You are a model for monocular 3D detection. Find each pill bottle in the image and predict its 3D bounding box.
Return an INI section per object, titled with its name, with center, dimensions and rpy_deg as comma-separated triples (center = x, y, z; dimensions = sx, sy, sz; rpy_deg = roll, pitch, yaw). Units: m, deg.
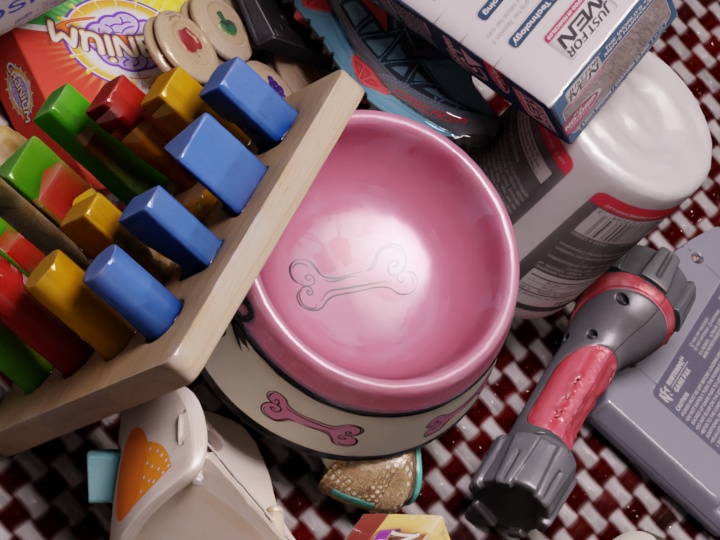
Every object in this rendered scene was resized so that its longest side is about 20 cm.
[pill bottle]
center = 0.109, -0.040, 1.686
dimensions = 0.110, 0.200, 0.111
rpy_deg = 19, 51, -25

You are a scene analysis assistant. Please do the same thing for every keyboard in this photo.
[keyboard]
center = 0.000, -0.126, 1.754
dimensions = 0.199, 0.021, 0.128
rpy_deg = 14, 41, -49

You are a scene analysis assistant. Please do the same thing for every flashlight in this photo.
[flashlight]
center = 0.134, 0.069, 1.693
dimensions = 0.068, 0.068, 0.200
rpy_deg = 19, 50, 18

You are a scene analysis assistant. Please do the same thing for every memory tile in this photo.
[memory tile]
center = -0.045, -0.111, 1.705
dimensions = 0.154, 0.017, 0.200
rpy_deg = 53, 28, -2

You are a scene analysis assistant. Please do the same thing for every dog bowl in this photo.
[dog bowl]
center = 0.000, 0.000, 1.576
dimensions = 0.199, 0.074, 0.201
rpy_deg = 8, 68, -19

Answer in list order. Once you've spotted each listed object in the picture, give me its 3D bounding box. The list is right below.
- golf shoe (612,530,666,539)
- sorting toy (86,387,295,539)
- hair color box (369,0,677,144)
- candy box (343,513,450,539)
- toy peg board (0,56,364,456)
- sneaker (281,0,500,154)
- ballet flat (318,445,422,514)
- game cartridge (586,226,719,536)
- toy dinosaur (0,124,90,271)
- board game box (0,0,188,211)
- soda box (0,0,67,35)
[golf shoe]
center = 0.108, 0.194, 1.612
dimensions = 0.088, 0.077, 0.200
rpy_deg = 42, 44, 7
[sorting toy]
center = -0.085, 0.115, 1.505
dimensions = 0.200, 0.106, 0.181
rpy_deg = 53, 18, -40
[hair color box]
center = 0.069, -0.170, 1.598
dimensions = 0.200, 0.061, 0.100
rpy_deg = 38, 84, 25
[candy box]
center = 0.025, 0.240, 1.461
dimensions = 0.117, 0.056, 0.201
rpy_deg = -47, 125, -46
[toy peg board]
center = -0.127, -0.027, 1.471
dimensions = 0.098, 0.199, 0.201
rpy_deg = 41, 57, -19
[sneaker]
center = 0.024, -0.152, 1.665
dimensions = 0.079, 0.096, 0.200
rpy_deg = 10, 34, -52
[ballet flat]
center = -0.008, 0.045, 1.638
dimensions = 0.065, 0.071, 0.201
rpy_deg = 6, 54, -21
[game cartridge]
center = 0.219, 0.063, 1.811
dimensions = 0.133, 0.041, 0.200
rpy_deg = 45, 44, -6
[toy dinosaur]
center = -0.202, -0.038, 1.561
dimensions = 0.200, 0.058, 0.101
rpy_deg = 46, 43, 0
[board game box]
center = -0.150, -0.133, 1.676
dimensions = 0.152, 0.040, 0.201
rpy_deg = -14, 69, -41
[soda box]
center = -0.239, -0.153, 1.549
dimensions = 0.199, 0.063, 0.068
rpy_deg = -29, 77, -14
